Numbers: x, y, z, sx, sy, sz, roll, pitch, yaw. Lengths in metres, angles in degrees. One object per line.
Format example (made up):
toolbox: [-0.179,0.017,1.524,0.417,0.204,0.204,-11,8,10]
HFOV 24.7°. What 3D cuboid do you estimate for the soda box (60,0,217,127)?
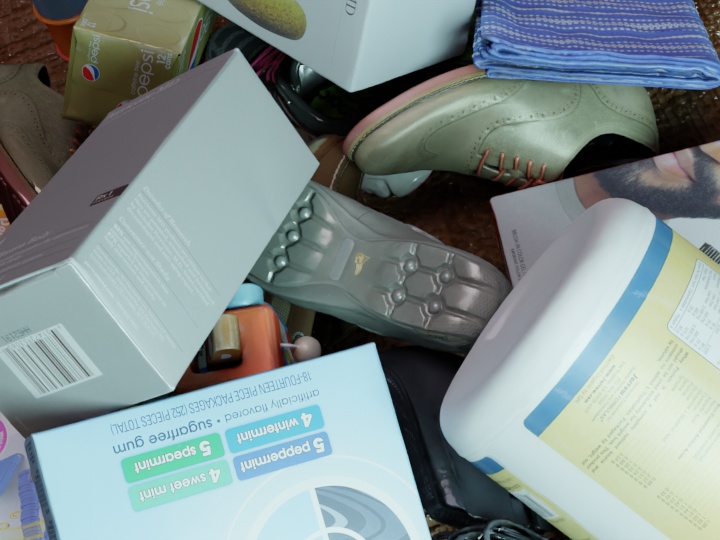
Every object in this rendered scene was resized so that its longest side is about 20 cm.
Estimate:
soda box: [-0.133,-0.160,1.051,0.068,0.064,0.200,13,32,-2]

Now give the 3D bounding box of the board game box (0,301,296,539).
board game box: [-0.109,0.142,0.860,0.199,0.056,0.196,-19,70,1]

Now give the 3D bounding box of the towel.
towel: [0.141,-0.156,1.012,0.144,0.024,0.200,4,26,2]

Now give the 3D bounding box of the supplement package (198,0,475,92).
supplement package: [-0.032,-0.209,0.998,0.200,0.114,0.109,33,38,29]

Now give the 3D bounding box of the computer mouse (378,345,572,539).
computer mouse: [0.065,0.093,0.856,0.200,0.138,0.053,47,118,46]

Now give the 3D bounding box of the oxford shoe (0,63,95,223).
oxford shoe: [-0.191,-0.070,1.002,0.075,0.071,0.200,-23,50,-16]

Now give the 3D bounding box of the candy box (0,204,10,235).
candy box: [-0.176,0.045,0.995,0.115,0.055,0.200,-6,51,10]

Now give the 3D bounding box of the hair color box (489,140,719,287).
hair color box: [0.183,-0.008,0.929,0.199,0.064,0.111,-14,50,4]

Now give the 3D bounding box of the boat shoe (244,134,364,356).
boat shoe: [-0.029,0.015,0.972,0.074,0.076,0.200,12,65,18]

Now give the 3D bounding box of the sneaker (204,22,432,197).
sneaker: [-0.033,-0.125,1.066,0.074,0.088,0.200,-42,53,-17]

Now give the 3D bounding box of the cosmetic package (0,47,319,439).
cosmetic package: [-0.112,-0.017,0.825,0.107,0.090,0.200,-22,27,32]

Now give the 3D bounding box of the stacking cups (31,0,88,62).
stacking cups: [-0.206,-0.196,1.098,0.060,0.200,0.061,-6,53,8]

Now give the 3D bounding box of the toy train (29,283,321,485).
toy train: [-0.095,0.102,0.812,0.150,0.056,0.201,-5,71,7]

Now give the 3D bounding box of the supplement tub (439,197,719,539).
supplement tub: [0.153,0.077,0.772,0.200,0.145,0.145,37,65,-3]

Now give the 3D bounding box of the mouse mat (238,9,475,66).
mouse mat: [0.002,-0.191,1.090,0.160,0.008,0.200,7,33,-6]

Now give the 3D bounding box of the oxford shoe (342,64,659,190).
oxford shoe: [0.090,-0.080,0.985,0.199,0.070,0.075,-14,70,-14]

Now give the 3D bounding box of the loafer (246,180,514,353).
loafer: [0.000,0.000,0.903,0.200,0.070,0.070,25,85,33]

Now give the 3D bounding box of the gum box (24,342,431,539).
gum box: [-0.048,0.152,0.768,0.169,0.045,0.201,-14,84,-18]
